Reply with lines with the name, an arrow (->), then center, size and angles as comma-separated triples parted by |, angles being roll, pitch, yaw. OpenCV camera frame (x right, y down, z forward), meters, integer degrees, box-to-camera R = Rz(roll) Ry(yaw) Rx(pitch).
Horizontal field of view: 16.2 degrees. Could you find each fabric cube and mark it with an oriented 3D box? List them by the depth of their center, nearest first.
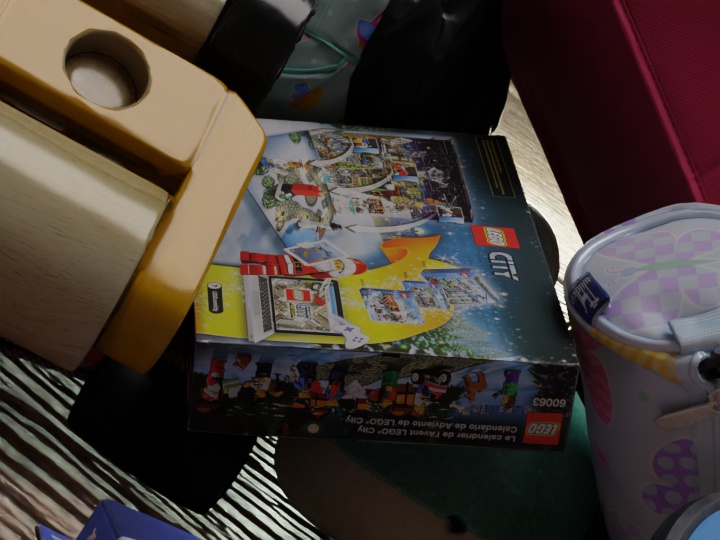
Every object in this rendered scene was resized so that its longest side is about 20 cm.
fabric cube -> 0.191, -0.088, 1.095 | 0.201, 0.199, 0.196 | 65, -10, -13

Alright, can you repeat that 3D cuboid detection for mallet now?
mallet -> -0.065, 0.022, 0.990 | 0.066, 0.041, 0.200 | 31, 26, -10

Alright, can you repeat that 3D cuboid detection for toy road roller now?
toy road roller -> -0.110, -0.042, 0.925 | 0.123, 0.146, 0.200 | 29, 51, -8

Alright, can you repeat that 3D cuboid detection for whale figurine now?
whale figurine -> 0.032, 0.062, 1.039 | 0.159, 0.104, 0.200 | 30, 8, -10

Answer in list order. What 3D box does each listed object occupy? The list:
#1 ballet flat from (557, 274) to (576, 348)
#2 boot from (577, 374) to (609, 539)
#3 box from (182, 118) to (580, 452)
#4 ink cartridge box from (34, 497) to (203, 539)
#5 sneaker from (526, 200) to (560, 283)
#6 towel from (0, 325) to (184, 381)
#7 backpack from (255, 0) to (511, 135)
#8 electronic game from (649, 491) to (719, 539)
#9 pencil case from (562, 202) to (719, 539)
ballet flat -> 0.120, 0.020, 1.233 | 0.071, 0.199, 0.071 | 59, 8, -13
boot -> 0.110, 0.108, 1.121 | 0.203, 0.074, 0.154 | 40, 9, -2
box -> 0.000, 0.000, 0.966 | 0.136, 0.038, 0.200 | 4, 26, -7
ink cartridge box -> -0.022, 0.132, 0.738 | 0.119, 0.042, 0.200 | 28, 10, -27
sneaker -> 0.021, -0.004, 1.249 | 0.199, 0.076, 0.105 | 3, -13, 29
towel -> -0.138, -0.028, 1.027 | 0.144, 0.022, 0.200 | 22, 32, -38
backpack -> -0.040, -0.115, 1.117 | 0.199, 0.127, 0.167 | 27, -26, 15
electronic game -> 0.157, 0.169, 0.858 | 0.200, 0.042, 0.201 | 33, 42, -35
pencil case -> 0.130, 0.072, 0.956 | 0.091, 0.083, 0.201 | 52, -20, 48
